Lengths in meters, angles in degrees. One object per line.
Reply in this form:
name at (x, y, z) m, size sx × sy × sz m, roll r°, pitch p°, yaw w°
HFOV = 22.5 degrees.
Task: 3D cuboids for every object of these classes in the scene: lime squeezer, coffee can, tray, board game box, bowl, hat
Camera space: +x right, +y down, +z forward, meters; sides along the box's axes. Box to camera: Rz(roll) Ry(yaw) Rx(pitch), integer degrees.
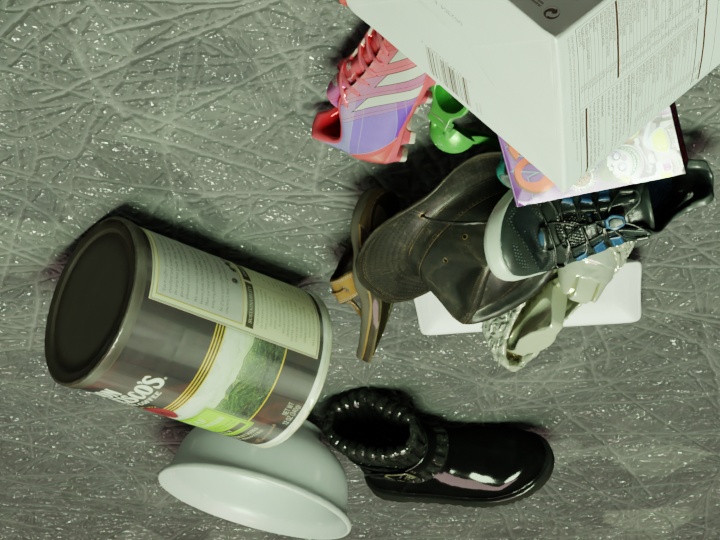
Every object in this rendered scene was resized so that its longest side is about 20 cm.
lime squeezer at (0.081, -0.125, 1.319) m, size 0.070 × 0.038 × 0.200 m, roll -25°, pitch 149°, yaw -8°
coffee can at (-0.145, 0.055, 1.538) m, size 0.200 × 0.147 × 0.146 m, roll 21°, pitch 143°, yaw -33°
tray at (0.147, 0.018, 1.599) m, size 0.199 × 0.022 × 0.107 m, roll -4°, pitch 149°, yaw 6°
board game box at (0.137, -0.148, 1.199) m, size 0.120 × 0.032 × 0.201 m, roll -10°, pitch 110°, yaw 21°
bowl at (-0.094, 0.193, 1.805) m, size 0.200 × 0.091 × 0.201 m, roll 14°, pitch 158°, yaw 6°
hat at (0.101, -0.011, 1.432) m, size 0.200 × 0.081 × 0.201 m, roll -22°, pitch 155°, yaw -11°

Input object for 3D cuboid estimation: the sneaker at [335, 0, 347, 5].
sneaker at (0.025, -0.228, 1.114) m, size 0.098 × 0.071 × 0.201 m, roll 18°, pitch 154°, yaw 12°

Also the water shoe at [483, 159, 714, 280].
water shoe at (0.181, -0.049, 1.363) m, size 0.200 × 0.072 × 0.079 m, roll -26°, pitch -163°, yaw -30°

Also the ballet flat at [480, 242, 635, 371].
ballet flat at (0.172, 0.017, 1.518) m, size 0.072 × 0.072 × 0.200 m, roll 16°, pitch 134°, yaw -25°

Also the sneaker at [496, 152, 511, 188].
sneaker at (0.137, -0.116, 1.273) m, size 0.083 × 0.121 × 0.200 m, roll -1°, pitch 149°, yaw 2°

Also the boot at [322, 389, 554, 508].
boot at (0.079, 0.176, 1.810) m, size 0.210 × 0.080 × 0.158 m, roll -8°, pitch 149°, yaw 14°

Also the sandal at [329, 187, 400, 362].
sandal at (0.000, 0.000, 1.519) m, size 0.054 × 0.082 × 0.200 m, roll 15°, pitch 149°, yaw 14°

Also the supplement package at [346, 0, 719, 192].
supplement package at (0.117, -0.194, 0.998) m, size 0.200 × 0.191 × 0.147 m, roll -38°, pitch 152°, yaw -14°

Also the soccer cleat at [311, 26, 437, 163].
soccer cleat at (0.015, -0.141, 1.291) m, size 0.076 × 0.067 × 0.200 m, roll 9°, pitch 151°, yaw -6°
